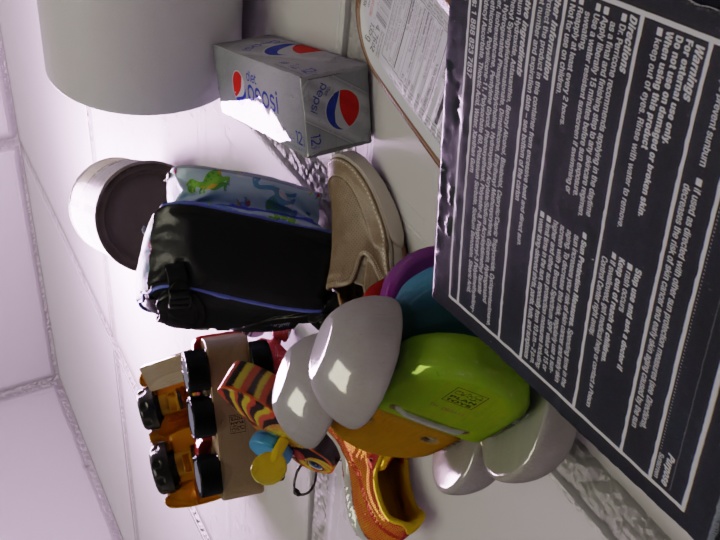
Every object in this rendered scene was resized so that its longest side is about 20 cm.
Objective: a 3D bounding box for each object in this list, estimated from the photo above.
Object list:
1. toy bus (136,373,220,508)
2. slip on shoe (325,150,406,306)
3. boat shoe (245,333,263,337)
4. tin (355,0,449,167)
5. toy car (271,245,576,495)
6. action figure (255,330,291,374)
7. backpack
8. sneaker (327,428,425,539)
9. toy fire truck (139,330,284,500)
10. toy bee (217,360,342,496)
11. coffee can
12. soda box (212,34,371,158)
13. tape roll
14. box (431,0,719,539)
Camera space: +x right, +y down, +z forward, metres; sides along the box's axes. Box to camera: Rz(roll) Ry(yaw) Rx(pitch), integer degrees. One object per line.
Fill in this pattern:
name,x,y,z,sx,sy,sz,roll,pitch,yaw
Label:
toy bus,-0.243,0.233,1.336,0.192,0.134,0.202,136,119,-79
slip on shoe,0.000,0.000,0.756,0.076,0.060,0.202,-14,91,65
boat shoe,-0.169,-0.010,1.105,0.069,0.056,0.202,-34,72,63
tin,0.054,-0.141,0.597,0.201,0.042,0.112,59,155,31
toy car,0.046,0.059,0.619,0.200,0.174,0.151,138,151,-63
action figure,-0.105,0.142,1.069,0.065,0.051,0.201,44,136,39
backpack,-0.123,-0.014,0.878,0.200,0.181,0.148,153,124,-68
sneaker,0.007,0.151,0.841,0.077,0.073,0.201,-35,75,40
toy fire truck,-0.179,0.159,1.056,0.200,0.127,0.178,-171,74,-71
toy bee,-0.054,0.164,0.934,0.108,0.200,0.132,2,70,36
coffee can,-0.318,-0.084,1.269,0.200,0.145,0.148,17,119,61
soda box,-0.065,-0.160,0.799,0.200,0.063,0.069,34,135,55
tape roll,-0.215,-0.264,0.893,0.203,0.201,0.140,52,147,39
box,0.135,-0.034,0.385,0.198,0.122,0.202,46,144,47
